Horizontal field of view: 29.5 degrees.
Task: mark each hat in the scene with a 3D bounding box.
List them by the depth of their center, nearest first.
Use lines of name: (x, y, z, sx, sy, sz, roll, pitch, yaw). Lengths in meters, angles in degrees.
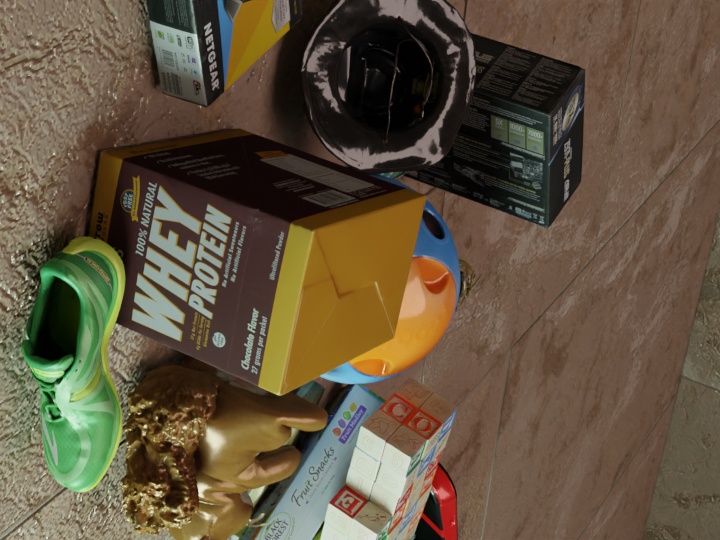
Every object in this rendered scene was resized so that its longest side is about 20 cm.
hat: (0.013, -0.188, 1.318, 0.199, 0.081, 0.203, -8, 105, -32)

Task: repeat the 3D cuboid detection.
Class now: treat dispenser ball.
treat dispenser ball: (-0.003, 0.007, 1.318, 0.201, 0.199, 0.203, -46, 147, -42)

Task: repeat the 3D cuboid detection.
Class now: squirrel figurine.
squirrel figurine: (-0.152, 0.179, 1.259, 0.199, 0.141, 0.188, -2, 121, -50)

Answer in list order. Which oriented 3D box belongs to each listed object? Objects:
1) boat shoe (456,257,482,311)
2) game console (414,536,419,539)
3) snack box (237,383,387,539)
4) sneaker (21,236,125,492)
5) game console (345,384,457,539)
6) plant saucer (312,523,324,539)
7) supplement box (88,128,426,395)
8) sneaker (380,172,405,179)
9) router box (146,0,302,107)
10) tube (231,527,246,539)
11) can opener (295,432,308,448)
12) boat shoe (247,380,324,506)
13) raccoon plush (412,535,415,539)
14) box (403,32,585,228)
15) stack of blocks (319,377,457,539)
boat shoe: (0.105, 0.030, 1.733, 0.200, 0.062, 0.074, -24, 129, -59)
game console: (0.042, 0.454, 1.883, 0.200, 0.115, 0.178, 159, -76, -83)
snack box: (-0.049, 0.211, 1.381, 0.201, 0.053, 0.142, -57, -178, -12)
sneaker: (-0.229, 0.075, 1.052, 0.083, 0.073, 0.202, -23, 120, -61)
game console: (0.045, 0.239, 1.612, 0.031, 0.200, 0.178, -34, 143, -19)
plant saucer: (-0.035, 0.300, 1.507, 0.199, 0.048, 0.200, -42, 177, -24)
supplement box: (-0.086, -0.017, 1.121, 0.197, 0.198, 0.134, -21, 127, -60)
sneaker: (0.031, -0.175, 1.411, 0.079, 0.077, 0.202, -33, 138, -40)
router box: (-0.110, -0.253, 1.068, 0.149, 0.051, 0.201, -51, 150, -39)
tube: (-0.054, 0.255, 1.521, 0.199, 0.058, 0.052, -35, 120, -24)
can opener: (-0.073, 0.181, 1.486, 0.067, 0.053, 0.200, -62, 154, -19)
boat shoe: (-0.106, 0.172, 1.393, 0.201, 0.072, 0.072, -61, 175, 38)
raccoon plush: (0.019, 0.355, 1.817, 0.200, 0.097, 0.134, -45, 165, -1)
box: (0.136, -0.160, 1.485, 0.086, 0.198, 0.165, -50, 149, -33)
stack of blocks: (0.021, 0.215, 1.325, 0.115, 0.058, 0.201, -42, 155, -44)
